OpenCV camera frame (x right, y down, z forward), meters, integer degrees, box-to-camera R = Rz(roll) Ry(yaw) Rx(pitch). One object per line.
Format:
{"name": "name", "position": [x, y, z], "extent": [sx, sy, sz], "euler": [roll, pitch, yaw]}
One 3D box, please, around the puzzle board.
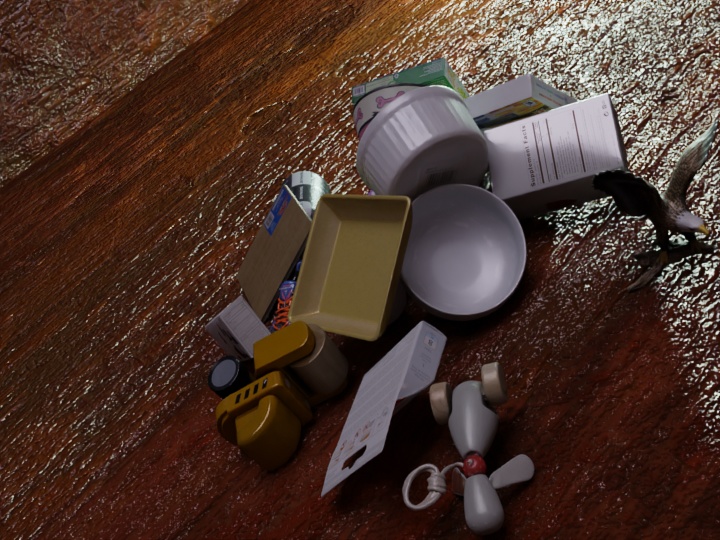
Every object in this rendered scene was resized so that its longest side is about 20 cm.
{"name": "puzzle board", "position": [-0.151, -0.031, 1.461], "extent": [0.202, 0.017, 0.151], "euler": [-59, 37, 18]}

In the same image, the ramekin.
{"name": "ramekin", "position": [0.100, -0.166, 1.251], "extent": [0.198, 0.202, 0.099], "euler": [-30, 56, -2]}

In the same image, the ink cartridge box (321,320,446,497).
{"name": "ink cartridge box", "position": [0.030, 0.182, 1.035], "extent": [0.160, 0.047, 0.202], "euler": [-48, 15, 45]}

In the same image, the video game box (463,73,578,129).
{"name": "video game box", "position": [0.249, -0.260, 1.403], "extent": [0.197, 0.180, 0.048], "euler": [-14, 78, 40]}

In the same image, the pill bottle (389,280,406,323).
{"name": "pill bottle", "position": [0.000, 0.000, 1.314], "extent": [0.118, 0.121, 0.201], "euler": [-29, 35, -1]}

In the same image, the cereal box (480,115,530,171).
{"name": "cereal box", "position": [0.222, -0.208, 1.426], "extent": [0.196, 0.143, 0.041], "euler": [-10, 79, 26]}

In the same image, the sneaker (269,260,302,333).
{"name": "sneaker", "position": [-0.114, 0.059, 1.364], "extent": [0.074, 0.079, 0.202], "euler": [-8, 37, 31]}

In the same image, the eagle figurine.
{"name": "eagle figurine", "position": [0.394, -0.092, 1.055], "extent": [0.149, 0.202, 0.152], "euler": [7, 46, 44]}

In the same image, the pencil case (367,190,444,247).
{"name": "pencil case", "position": [0.085, -0.072, 1.356], "extent": [0.084, 0.085, 0.200], "euler": [-27, 45, -17]}

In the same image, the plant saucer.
{"name": "plant saucer", "position": [-0.006, -0.005, 1.190], "extent": [0.197, 0.048, 0.205], "euler": [7, 80, 47]}

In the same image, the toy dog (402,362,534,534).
{"name": "toy dog", "position": [0.138, 0.212, 0.965], "extent": [0.129, 0.097, 0.204], "euler": [-1, 56, 32]}

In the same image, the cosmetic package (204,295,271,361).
{"name": "cosmetic package", "position": [-0.193, 0.097, 1.289], "extent": [0.050, 0.083, 0.200], "euler": [-38, 3, -18]}

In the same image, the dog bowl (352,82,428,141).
{"name": "dog bowl", "position": [0.082, -0.270, 1.575], "extent": [0.196, 0.199, 0.076], "euler": [-11, 66, 26]}

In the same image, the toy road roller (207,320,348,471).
{"name": "toy road roller", "position": [-0.110, 0.183, 1.154], "extent": [0.197, 0.123, 0.148], "euler": [-29, 43, 10]}

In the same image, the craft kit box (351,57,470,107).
{"name": "craft kit box", "position": [0.112, -0.319, 1.610], "extent": [0.196, 0.197, 0.050], "euler": [-12, 68, 26]}

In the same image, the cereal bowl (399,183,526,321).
{"name": "cereal bowl", "position": [0.143, -0.018, 1.215], "extent": [0.194, 0.084, 0.205], "euler": [0, 68, 0]}

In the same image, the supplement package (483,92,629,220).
{"name": "supplement package", "position": [0.305, -0.169, 1.271], "extent": [0.196, 0.121, 0.123], "euler": [-14, 73, 23]}

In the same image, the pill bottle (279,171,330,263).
{"name": "pill bottle", "position": [-0.104, -0.095, 1.545], "extent": [0.104, 0.107, 0.202], "euler": [-22, 32, 10]}
